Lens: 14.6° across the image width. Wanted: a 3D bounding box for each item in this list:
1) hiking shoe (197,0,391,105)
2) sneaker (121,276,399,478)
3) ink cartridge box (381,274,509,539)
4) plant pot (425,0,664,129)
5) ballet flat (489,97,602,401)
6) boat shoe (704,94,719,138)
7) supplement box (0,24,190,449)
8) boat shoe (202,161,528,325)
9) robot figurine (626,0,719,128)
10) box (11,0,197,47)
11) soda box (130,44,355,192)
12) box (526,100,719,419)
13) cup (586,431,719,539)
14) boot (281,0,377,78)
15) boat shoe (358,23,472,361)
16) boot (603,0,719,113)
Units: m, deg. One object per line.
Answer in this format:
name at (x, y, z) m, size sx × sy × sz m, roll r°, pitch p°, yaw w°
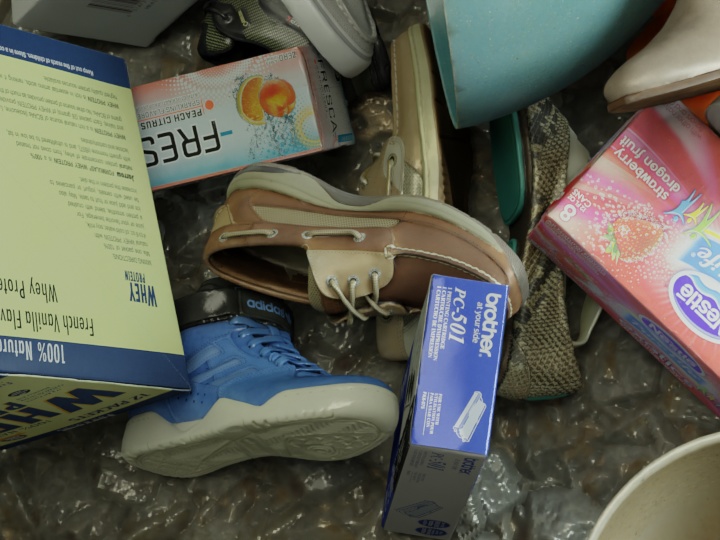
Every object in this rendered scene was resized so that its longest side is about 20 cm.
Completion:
hiking shoe at (-0.066, -0.175, 1.698) m, size 0.100 × 0.076 × 0.201 m, roll -31°, pitch 69°, yaw -5°
sneaker at (-0.054, 0.050, 1.587) m, size 0.199 × 0.076 × 0.112 m, roll -14°, pitch 61°, yaw 46°
ink cartridge box at (0.045, 0.078, 1.522) m, size 0.044 × 0.200 × 0.095 m, roll 9°, pitch 73°, yaw -1°
plant pot at (0.100, -0.189, 1.553) m, size 0.134 × 0.200 × 0.201 m, roll -10°, pitch 69°, yaw -1°
ballet flat at (0.109, -0.022, 1.626) m, size 0.075 × 0.068 × 0.201 m, roll 4°, pitch 76°, yaw -11°
boat shoe at (0.239, -0.075, 1.536) m, size 0.071 × 0.200 × 0.064 m, roll 43°, pitch 92°, yaw 17°
supplement box at (-0.215, -0.016, 1.531) m, size 0.134 × 0.200 × 0.201 m, roll -18°, pitch 77°, yaw 26°
boat shoe at (0.000, 0.000, 1.561) m, size 0.199 × 0.076 × 0.072 m, roll 13°, pitch 53°, yaw 31°
robot figurine at (0.245, -0.168, 1.614) m, size 0.200 × 0.117 × 0.144 m, roll -43°, pitch 69°, yaw -7°
box at (-0.150, -0.257, 1.702) m, size 0.097 × 0.124 × 0.201 m, roll 6°, pitch 66°, yaw -33°
soda box at (-0.109, -0.081, 1.651) m, size 0.199 × 0.068 × 0.064 m, roll -12°, pitch 93°, yaw 19°
box at (0.199, 0.008, 1.546) m, size 0.200 × 0.095 × 0.103 m, roll 44°, pitch 84°, yaw 3°
cup at (0.216, 0.199, 1.479) m, size 0.199 × 0.143 × 0.202 m, roll -3°, pitch 70°, yaw 9°
boot at (-0.018, -0.219, 1.621) m, size 0.095 × 0.074 × 0.201 m, roll -29°, pitch 83°, yaw 16°
boat shoe at (0.029, -0.046, 1.640) m, size 0.065 × 0.072 × 0.201 m, roll -10°, pitch 75°, yaw 17°
boot at (0.192, -0.172, 1.494) m, size 0.199 × 0.070 × 0.147 m, roll -16°, pitch 92°, yaw -37°
